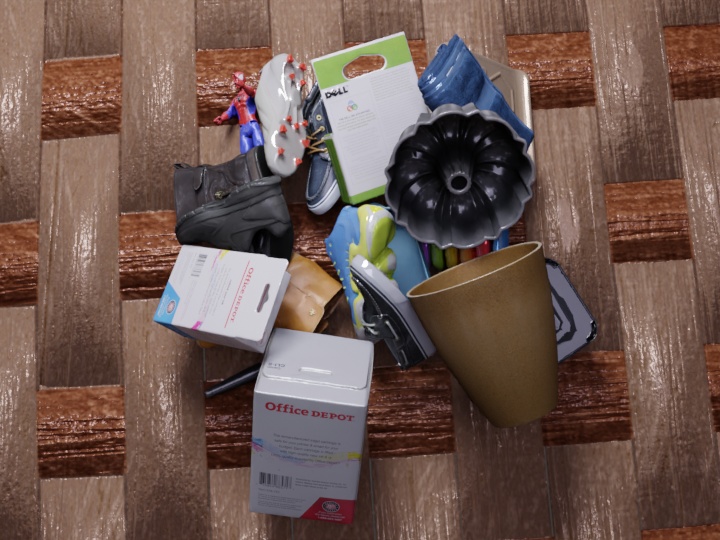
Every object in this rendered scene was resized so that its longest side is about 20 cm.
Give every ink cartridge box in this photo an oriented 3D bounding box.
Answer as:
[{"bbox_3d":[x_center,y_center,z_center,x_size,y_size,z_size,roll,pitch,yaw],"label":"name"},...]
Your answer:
[{"bbox_3d":[0.020,-0.212,1.181,0.145,0.076,0.204,-19,99,-10],"label":"ink cartridge box"},{"bbox_3d":[-0.171,0.039,1.118,0.197,0.068,0.117,8,71,35],"label":"ink cartridge box"},{"bbox_3d":[-0.064,0.203,1.106,0.142,0.145,0.203,8,120,1],"label":"ink cartridge box"}]

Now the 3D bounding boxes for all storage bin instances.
[{"bbox_3d":[0.221,0.091,1.202,0.198,0.094,0.136,-32,82,-7],"label":"storage bin"}]

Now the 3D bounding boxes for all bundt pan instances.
[{"bbox_3d":[0.128,-0.134,1.112,0.197,0.076,0.205,0,125,1],"label":"bundt pan"}]

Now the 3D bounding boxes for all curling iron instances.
[{"bbox_3d":[-0.135,0.136,1.213,0.197,0.050,0.026,-23,70,-2],"label":"curling iron"}]

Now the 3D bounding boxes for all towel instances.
[{"bbox_3d":[0.162,-0.217,1.162,0.200,0.048,0.113,48,55,-26],"label":"towel"}]

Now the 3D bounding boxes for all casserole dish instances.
[{"bbox_3d":[0.046,-0.001,1.209,0.119,0.039,0.204,-15,96,30],"label":"casserole dish"}]

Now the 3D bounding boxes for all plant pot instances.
[{"bbox_3d":[0.177,0.091,1.078,0.183,0.186,0.203,-21,94,-5],"label":"plant pot"}]

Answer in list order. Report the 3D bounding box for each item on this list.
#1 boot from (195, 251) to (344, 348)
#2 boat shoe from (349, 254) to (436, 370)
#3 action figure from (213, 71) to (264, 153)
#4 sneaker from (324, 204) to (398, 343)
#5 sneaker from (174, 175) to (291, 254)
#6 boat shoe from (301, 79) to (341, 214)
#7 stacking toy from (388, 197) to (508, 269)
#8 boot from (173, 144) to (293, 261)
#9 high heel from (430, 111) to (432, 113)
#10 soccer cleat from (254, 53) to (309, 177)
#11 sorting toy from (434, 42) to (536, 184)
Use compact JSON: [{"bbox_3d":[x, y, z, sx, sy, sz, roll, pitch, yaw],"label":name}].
[{"bbox_3d":[-0.126,0.063,1.196,0.143,0.071,0.202,34,73,24],"label":"boot"},{"bbox_3d":[0.035,0.066,1.116,0.071,0.072,0.201,-41,123,-5],"label":"boat shoe"},{"bbox_3d":[-0.176,-0.208,1.243,0.064,0.099,0.204,-17,77,23],"label":"action figure"},{"bbox_3d":[0.000,0.000,1.183,0.075,0.104,0.204,-12,115,-41],"label":"sneaker"},{"bbox_3d":[-0.176,-0.058,1.138,0.198,0.076,0.092,-18,97,37],"label":"sneaker"},{"bbox_3d":[-0.058,-0.191,1.239,0.090,0.070,0.204,31,70,-39],"label":"boat shoe"},{"bbox_3d":[0.119,-0.041,1.228,0.196,0.116,0.112,0,77,11],"label":"stacking toy"},{"bbox_3d":[-0.193,-0.078,1.222,0.171,0.069,0.204,-15,83,25],"label":"boot"},{"bbox_3d":[0.126,-0.209,1.282,0.199,0.067,0.097,-36,112,-11],"label":"high heel"},{"bbox_3d":[-0.118,-0.219,1.209,0.077,0.069,0.204,-18,61,36],"label":"soccer cleat"},{"bbox_3d":[0.183,-0.224,1.239,0.198,0.036,0.189,4,80,-42],"label":"sorting toy"}]
